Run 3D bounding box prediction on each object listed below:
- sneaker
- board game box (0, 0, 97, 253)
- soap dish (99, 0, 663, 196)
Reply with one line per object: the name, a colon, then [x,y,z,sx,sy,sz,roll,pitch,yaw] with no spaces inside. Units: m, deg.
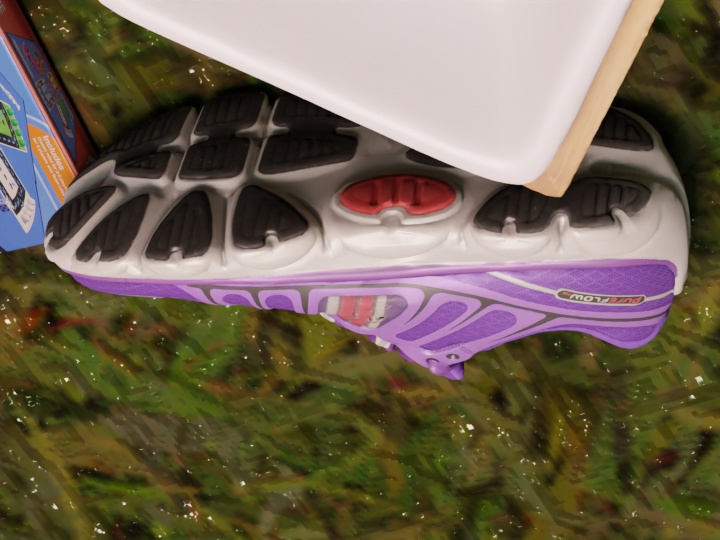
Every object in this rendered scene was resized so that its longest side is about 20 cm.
sneaker: [0.000,0.000,0.750,0.200,0.081,0.083,3,132,14]
board game box: [-0.163,-0.089,0.775,0.103,0.019,0.200,-11,121,26]
soap dish: [0.022,-0.133,0.644,0.157,0.081,0.200,24,129,0]
